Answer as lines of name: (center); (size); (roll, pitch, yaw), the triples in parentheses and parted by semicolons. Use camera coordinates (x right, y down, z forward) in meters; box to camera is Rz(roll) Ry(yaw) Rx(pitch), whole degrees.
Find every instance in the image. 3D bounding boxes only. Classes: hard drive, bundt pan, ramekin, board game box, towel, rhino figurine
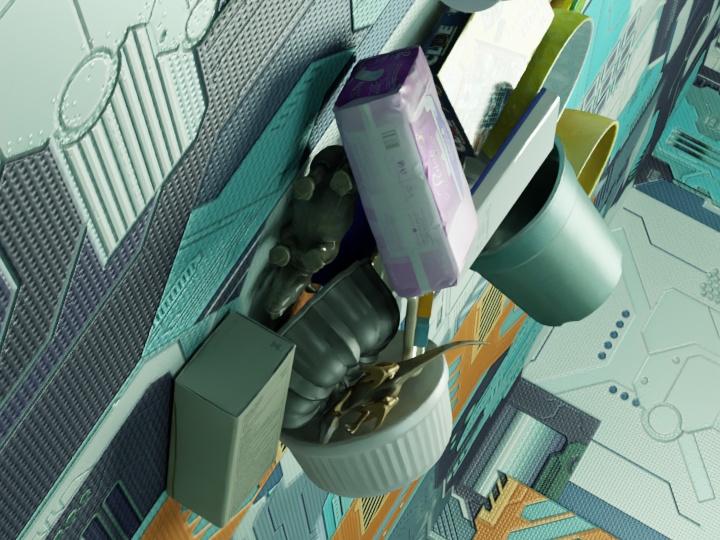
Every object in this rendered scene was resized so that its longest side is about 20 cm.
hard drive: (0.150, -0.089, 1.695); (0.201, 0.025, 0.132); (-54, 165, -16)
bundt pan: (-0.034, 0.084, 1.582); (0.202, 0.076, 0.202); (-45, 172, -7)
ramekin: (0.008, 0.161, 1.698); (0.203, 0.201, 0.095); (-49, 131, -42)
board game box: (0.130, -0.238, 1.624); (0.201, 0.034, 0.136); (-60, 144, -22)
towel: (0.008, -0.077, 1.587); (0.201, 0.049, 0.148); (-65, 167, 13)
rhino figurine: (-0.046, -0.030, 1.456); (0.201, 0.059, 0.088); (-66, 175, 31)

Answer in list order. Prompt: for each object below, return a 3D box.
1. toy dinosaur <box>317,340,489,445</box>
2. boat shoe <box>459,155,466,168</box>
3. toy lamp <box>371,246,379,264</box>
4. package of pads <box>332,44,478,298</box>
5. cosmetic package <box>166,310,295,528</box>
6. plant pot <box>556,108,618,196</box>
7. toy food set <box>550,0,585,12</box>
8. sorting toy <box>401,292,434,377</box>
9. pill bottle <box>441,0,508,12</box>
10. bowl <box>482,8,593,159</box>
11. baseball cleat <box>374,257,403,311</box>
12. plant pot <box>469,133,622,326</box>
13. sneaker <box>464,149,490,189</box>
toy dinosaur: (0.029, 0.108, 1.567); (0.199, 0.061, 0.106); (-30, -176, 10)
boat shoe: (0.114, -0.188, 1.717); (0.072, 0.068, 0.201); (-38, 152, -58)
toy lamp: (0.000, 0.000, 1.702); (0.201, 0.058, 0.058); (-61, 167, 7)
package of pads: (0.044, -0.089, 1.410); (0.121, 0.075, 0.201); (-67, 142, -58)
cosmetic package: (-0.125, 0.145, 1.481); (0.104, 0.073, 0.201); (-51, 162, -37)
plant pot: (0.244, -0.145, 2.126); (0.201, 0.141, 0.200); (-56, 166, -22)
toy food set: (0.226, -0.275, 2.005); (0.200, 0.048, 0.199); (-54, 164, -29)
sorting toy: (0.065, -0.012, 1.594); (0.200, 0.036, 0.187); (83, 13, -61)
pill bottle: (0.139, -0.317, 1.459); (0.200, 0.114, 0.115); (-45, 159, -49)
bowl: (0.177, -0.222, 1.799); (0.201, 0.107, 0.201); (-56, 166, -22)
baseball cleat: (0.018, 0.024, 1.799); (0.107, 0.069, 0.202); (-100, -161, -70)
plant pot: (0.217, -0.043, 1.944); (0.196, 0.199, 0.201); (44, 70, -36)
sneaker: (0.090, -0.083, 1.859); (0.201, 0.077, 0.112); (-54, 176, -26)
